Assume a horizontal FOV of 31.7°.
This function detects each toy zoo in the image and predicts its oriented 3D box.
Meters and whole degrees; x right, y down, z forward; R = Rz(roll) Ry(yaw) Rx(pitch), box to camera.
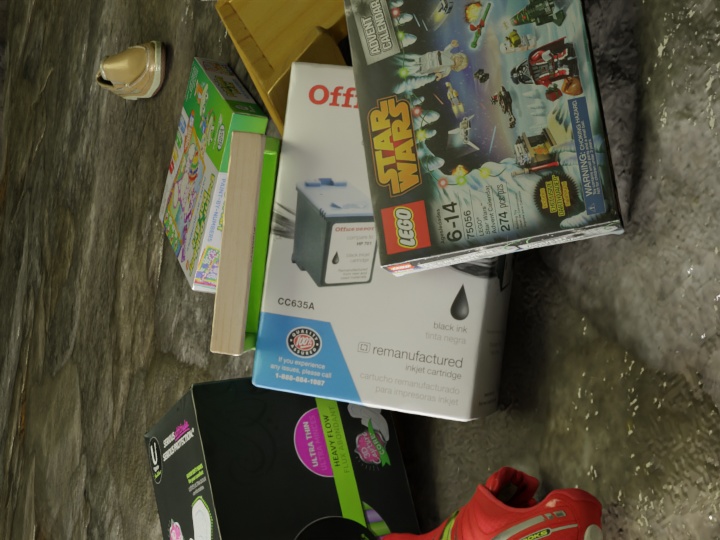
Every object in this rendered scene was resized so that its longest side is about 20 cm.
[{"bbox_3d":[-0.056,-0.020,0.841,0.200,0.020,0.134,-19,-64,-80],"label":"toy zoo"}]

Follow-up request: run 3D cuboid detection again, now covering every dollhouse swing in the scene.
[{"bbox_3d":[-0.008,-0.190,1.063,0.183,0.174,0.201,62,177,-35],"label":"dollhouse swing"}]

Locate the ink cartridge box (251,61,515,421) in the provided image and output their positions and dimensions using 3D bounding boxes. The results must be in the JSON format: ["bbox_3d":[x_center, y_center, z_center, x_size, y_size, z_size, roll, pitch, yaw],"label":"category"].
[{"bbox_3d":[0.021,-0.019,0.793,0.086,0.144,0.204,2,-85,-73],"label":"ink cartridge box"}]

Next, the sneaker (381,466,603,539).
[{"bbox_3d":[0.077,0.159,0.741,0.199,0.076,0.086,-17,57,57],"label":"sneaker"}]

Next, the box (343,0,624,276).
[{"bbox_3d":[0.065,-0.109,0.719,0.040,0.135,0.204,25,-125,-71],"label":"box"}]

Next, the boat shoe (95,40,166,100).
[{"bbox_3d":[-0.325,-0.275,1.763,0.199,0.075,0.073,166,110,-65],"label":"boat shoe"}]

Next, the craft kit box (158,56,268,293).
[{"bbox_3d":[-0.166,-0.108,1.394,0.198,0.048,0.203,49,128,57],"label":"craft kit box"}]

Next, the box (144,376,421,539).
[{"bbox_3d":[-0.049,0.182,0.872,0.124,0.146,0.203,-40,60,57],"label":"box"}]
